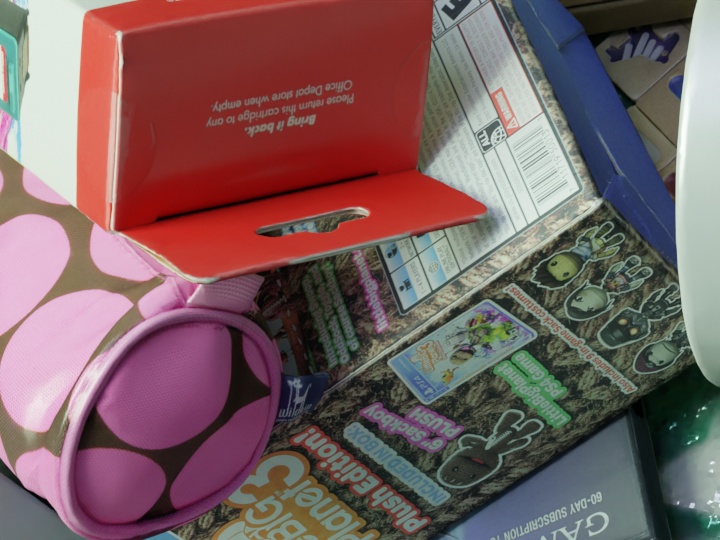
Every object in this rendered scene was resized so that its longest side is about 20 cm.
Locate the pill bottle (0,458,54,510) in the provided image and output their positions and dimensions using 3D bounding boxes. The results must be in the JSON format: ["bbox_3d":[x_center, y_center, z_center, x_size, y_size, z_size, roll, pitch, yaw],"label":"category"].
[{"bbox_3d":[-0.192,0.054,0.986,0.199,0.114,0.115,-16,53,24],"label":"pill bottle"}]

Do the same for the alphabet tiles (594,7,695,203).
[{"bbox_3d":[0.148,-0.054,0.900,0.200,0.008,0.167,-41,47,4],"label":"alphabet tiles"}]

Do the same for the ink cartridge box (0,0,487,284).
[{"bbox_3d":[-0.058,-0.072,0.803,0.116,0.068,0.200,-14,32,-33],"label":"ink cartridge box"}]

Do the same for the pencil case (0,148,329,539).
[{"bbox_3d":[-0.101,0.002,0.821,0.200,0.090,0.094,38,120,45],"label":"pencil case"}]

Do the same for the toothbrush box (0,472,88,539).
[{"bbox_3d":[-0.158,0.132,0.852,0.085,0.200,0.147,25,78,41],"label":"toothbrush box"}]

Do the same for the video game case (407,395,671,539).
[{"bbox_3d":[0.029,0.039,0.905,0.143,0.019,0.201,-26,51,23],"label":"video game case"}]

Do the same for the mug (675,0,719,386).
[{"bbox_3d":[0.189,-0.052,0.774,0.153,0.149,0.187,4,81,22],"label":"mug"}]

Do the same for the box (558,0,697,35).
[{"bbox_3d":[0.110,-0.163,0.983,0.199,0.021,0.164,-7,55,33],"label":"box"}]

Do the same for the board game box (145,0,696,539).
[{"bbox_3d":[0.000,0.000,0.871,0.200,0.097,0.160,-35,47,16],"label":"board game box"}]
